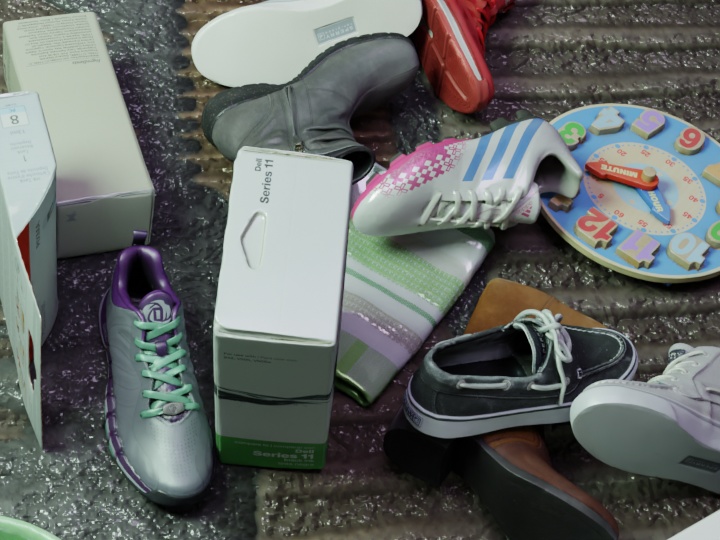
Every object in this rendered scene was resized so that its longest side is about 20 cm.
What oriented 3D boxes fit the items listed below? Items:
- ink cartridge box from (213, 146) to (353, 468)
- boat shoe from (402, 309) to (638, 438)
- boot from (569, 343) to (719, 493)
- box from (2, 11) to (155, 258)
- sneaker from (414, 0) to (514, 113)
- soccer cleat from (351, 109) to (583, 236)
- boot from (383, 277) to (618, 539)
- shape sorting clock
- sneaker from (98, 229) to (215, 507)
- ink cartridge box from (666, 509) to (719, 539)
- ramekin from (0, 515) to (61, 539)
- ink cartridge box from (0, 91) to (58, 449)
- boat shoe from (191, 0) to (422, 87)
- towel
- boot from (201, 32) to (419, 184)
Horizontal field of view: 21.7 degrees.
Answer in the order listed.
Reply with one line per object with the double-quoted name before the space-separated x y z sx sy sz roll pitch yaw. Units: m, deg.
"ink cartridge box" -0.054 0.030 1.296 0.082 0.200 0.147 5 61 0
"boat shoe" 0.122 0.063 1.335 0.198 0.068 0.074 -6 45 -27
"boot" 0.227 0.096 1.366 0.199 0.073 0.096 23 46 -32
"box" -0.225 -0.110 1.480 0.082 0.069 0.201 -8 54 -17
"sneaker" 0.103 -0.224 1.631 0.115 0.079 0.201 -12 55 -18
"soccer cleat" 0.089 -0.063 1.464 0.199 0.070 0.086 -25 61 -28
"boot" 0.137 0.108 1.392 0.187 0.069 0.200 23 43 18
"shape sorting clock" 0.236 -0.069 1.554 0.198 0.039 0.201 5 51 -7
"sneaker" -0.150 0.069 1.335 0.074 0.088 0.201 -9 53 -17
"ink cartridge box" 0.182 0.243 1.238 0.199 0.117 0.067 -24 61 -27
"ramekin" -0.246 0.260 1.155 0.199 0.098 0.201 5 50 -6
"ink cartridge box" -0.228 -0.001 1.330 0.047 0.161 0.201 -10 54 -17
"boat shoe" -0.048 -0.210 1.597 0.199 0.072 0.069 -21 18 -4
"towel" 0.000 0.000 1.458 0.149 0.031 0.200 29 52 14
"boot" -0.018 -0.115 1.504 0.199 0.070 0.132 -26 40 -15
